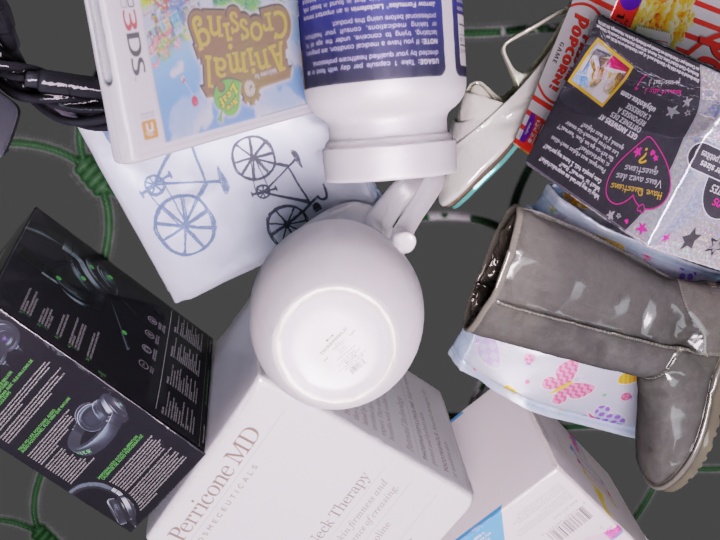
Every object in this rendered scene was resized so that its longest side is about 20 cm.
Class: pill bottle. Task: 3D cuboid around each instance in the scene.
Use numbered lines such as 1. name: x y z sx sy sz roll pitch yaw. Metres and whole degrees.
1. pill bottle: 0.014 -0.165 0.703 0.114 0.116 0.204 -4 97 -5

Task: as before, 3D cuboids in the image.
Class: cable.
1. cable: -0.195 -0.159 0.698 0.162 0.051 0.200 -26 122 30

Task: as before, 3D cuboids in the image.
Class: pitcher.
1. pitcher: 0.000 0.000 0.732 0.121 0.200 0.172 40 103 -12

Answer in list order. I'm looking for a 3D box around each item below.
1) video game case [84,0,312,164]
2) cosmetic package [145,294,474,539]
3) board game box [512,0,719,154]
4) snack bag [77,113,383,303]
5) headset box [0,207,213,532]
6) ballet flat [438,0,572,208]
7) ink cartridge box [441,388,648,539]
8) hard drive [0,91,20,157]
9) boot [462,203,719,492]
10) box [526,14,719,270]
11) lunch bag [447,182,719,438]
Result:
1. video game case: -0.097 -0.180 0.668 0.022 0.199 0.185 4 109 36
2. cosmetic package: -0.044 0.153 0.838 0.199 0.167 0.168 31 107 -18
3. board game box: 0.225 -0.140 0.767 0.198 0.046 0.153 6 115 -34
4. snack bag: -0.101 -0.091 0.802 0.198 0.021 0.190 -23 115 5
5. headset box: -0.216 0.065 0.774 0.199 0.175 0.093 40 105 -21
6. ballet flat: 0.118 -0.137 0.788 0.200 0.070 0.069 -45 112 5
7. ink cartridge box: 0.156 0.219 0.905 0.128 0.126 0.200 -39 121 12
8. hard drive: -0.319 -0.149 0.694 0.199 0.135 0.043 35 87 -19
9. boot: 0.169 0.061 0.743 0.197 0.073 0.185 11 101 -18
10. box: 0.237 -0.071 0.698 0.198 0.132 0.116 12 112 -37
11. lunch bag: 0.188 0.026 0.834 0.197 0.128 0.171 14 114 -23
